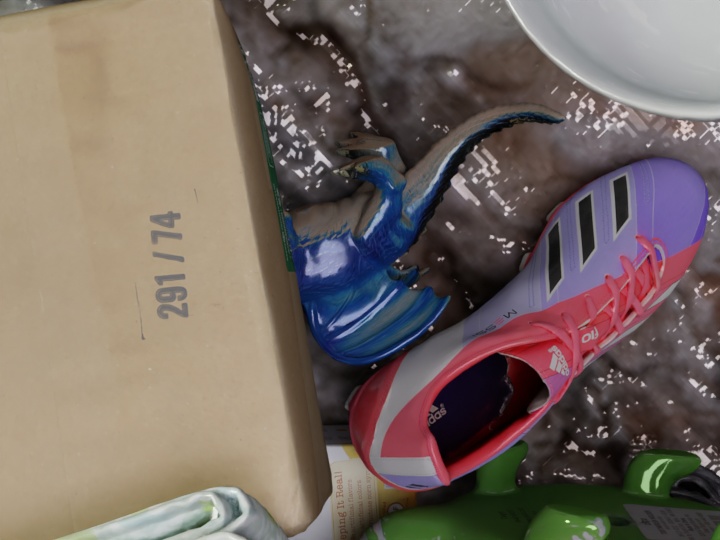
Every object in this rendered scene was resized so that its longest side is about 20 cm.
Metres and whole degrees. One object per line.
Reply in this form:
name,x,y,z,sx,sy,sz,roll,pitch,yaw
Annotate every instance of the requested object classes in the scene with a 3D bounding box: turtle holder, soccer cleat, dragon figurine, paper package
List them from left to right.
paper package,-0.118,0.013,0.809,0.190,0.103,0.201,-11,90,-2
dragon figurine,0.000,0.000,0.935,0.199,0.059,0.100,-23,107,-1
soccer cleat,0.082,0.024,0.931,0.200,0.076,0.067,-37,111,-18
turtle holder,0.086,0.150,0.921,0.185,0.141,0.132,-2,102,-36

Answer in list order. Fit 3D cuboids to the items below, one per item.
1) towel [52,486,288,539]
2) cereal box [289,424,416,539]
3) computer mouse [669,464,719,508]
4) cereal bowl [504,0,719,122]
towel,-0.091,0.151,0.790,0.171,0.048,0.200,-16,148,6
cereal box,-0.077,0.140,0.960,0.199,0.040,0.144,-1,102,-11
computer mouse,0.202,0.043,0.996,0.109,0.044,0.201,16,104,-9
cereal bowl,0.150,-0.157,0.901,0.199,0.083,0.201,-1,87,19
